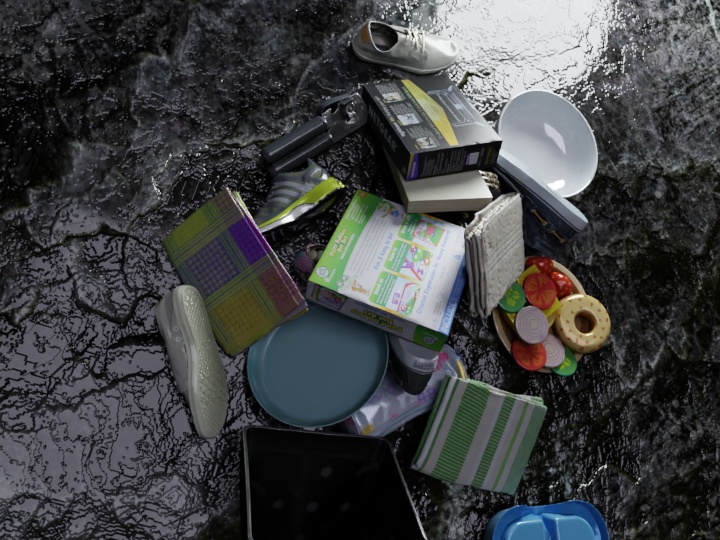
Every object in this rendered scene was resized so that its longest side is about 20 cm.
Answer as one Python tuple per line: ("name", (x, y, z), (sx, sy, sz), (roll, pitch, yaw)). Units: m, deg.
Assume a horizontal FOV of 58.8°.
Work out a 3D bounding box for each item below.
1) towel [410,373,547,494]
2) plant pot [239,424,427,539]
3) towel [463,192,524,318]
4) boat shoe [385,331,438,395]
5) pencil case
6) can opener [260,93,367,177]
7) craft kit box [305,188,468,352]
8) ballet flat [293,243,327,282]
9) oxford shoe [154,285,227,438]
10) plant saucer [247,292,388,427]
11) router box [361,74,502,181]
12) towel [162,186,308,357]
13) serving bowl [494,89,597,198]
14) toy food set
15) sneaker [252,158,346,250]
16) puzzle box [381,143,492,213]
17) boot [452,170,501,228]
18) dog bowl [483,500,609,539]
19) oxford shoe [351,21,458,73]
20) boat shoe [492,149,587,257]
("towel", (0.176, 0.239, 0.925), (0.198, 0.023, 0.154), (20, 92, -30))
("plant pot", (-0.058, 0.326, 0.769), (0.197, 0.200, 0.179), (10, 111, -16))
("towel", (0.196, -0.026, 0.928), (0.200, 0.034, 0.134), (-34, 122, -53))
("boat shoe", (0.058, 0.102, 0.901), (0.068, 0.200, 0.057), (11, 109, -12))
("pencil case", (0.060, 0.180, 0.917), (0.198, 0.084, 0.091), (-20, 57, -22))
("can opener", (-0.075, -0.217, 1.006), (0.199, 0.067, 0.054), (-35, 127, -19))
("craft kit box", (0.050, -0.008, 0.892), (0.196, 0.049, 0.201), (23, 50, 4))
("ballet flat", (0.000, 0.000, 0.953), (0.198, 0.071, 0.070), (12, 69, -16))
("oxford shoe", (-0.225, 0.122, 0.846), (0.057, 0.075, 0.202), (-15, 88, 17))
("plant saucer", (-0.058, 0.122, 0.882), (0.198, 0.028, 0.202), (-5, 58, 8))
("router box", (0.106, -0.231, 1.009), (0.155, 0.053, 0.201), (-11, 48, -18))
("towel", (-0.176, 0.006, 0.881), (0.143, 0.023, 0.201), (-35, 87, 14))
("serving bowl", (0.314, -0.211, 1.121), (0.198, 0.066, 0.203), (5, 74, -17))
("toy food set", (0.304, 0.073, 1.049), (0.197, 0.049, 0.201), (-32, 88, -23))
("sneaker", (-0.119, -0.094, 0.948), (0.199, 0.074, 0.081), (-35, 74, -27))
("puzzle box", (0.113, -0.165, 1.001), (0.131, 0.026, 0.201), (-4, 46, -11))
("boot", (0.161, -0.081, 1.029), (0.198, 0.073, 0.152), (-2, 77, -23))
("dog bowl", (0.271, 0.402, 0.948), (0.198, 0.050, 0.113), (2, 75, -19))
("oxford shoe", (0.084, -0.386, 1.096), (0.198, 0.058, 0.076), (0, 73, -21))
("boat shoe", (0.267, -0.105, 1.032), (0.200, 0.091, 0.071), (37, 24, -12))
